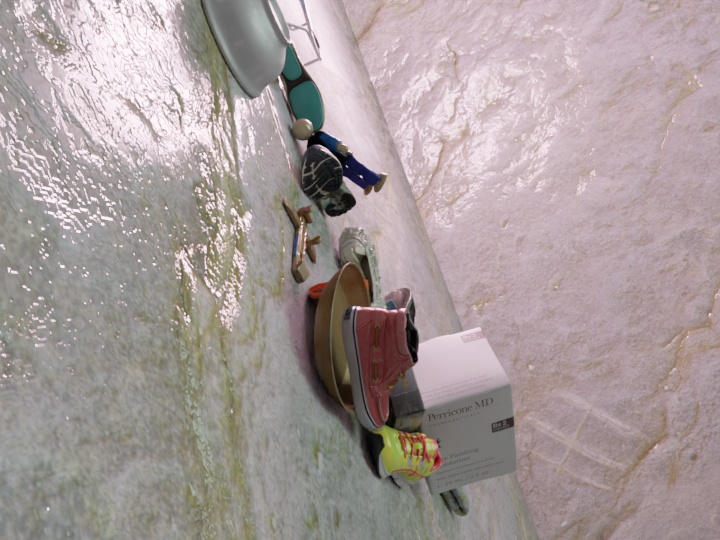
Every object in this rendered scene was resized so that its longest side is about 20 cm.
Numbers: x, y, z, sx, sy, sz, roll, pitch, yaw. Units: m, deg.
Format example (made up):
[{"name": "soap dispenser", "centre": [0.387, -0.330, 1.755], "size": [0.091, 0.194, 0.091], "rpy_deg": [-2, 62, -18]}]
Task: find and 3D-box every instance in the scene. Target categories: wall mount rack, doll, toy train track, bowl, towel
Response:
[{"name": "wall mount rack", "centre": [-0.146, -0.546, 1.832], "size": [0.174, 0.073, 0.203], "rpy_deg": [58, 14, -60]}, {"name": "doll", "centre": [-0.049, -0.212, 1.574], "size": [0.199, 0.136, 0.049], "rpy_deg": [34, 70, -25]}, {"name": "toy train track", "centre": [-0.080, -0.046, 1.273], "size": [0.201, 0.032, 0.116], "rpy_deg": [-91, 158, -60]}, {"name": "bowl", "centre": [-0.168, -0.385, 1.328], "size": [0.201, 0.089, 0.204], "rpy_deg": [-21, 90, -79]}, {"name": "towel", "centre": [0.165, 0.372, 1.706], "size": [0.172, 0.047, 0.202], "rpy_deg": [-92, 159, -52]}]

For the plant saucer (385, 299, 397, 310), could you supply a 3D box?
[{"name": "plant saucer", "centre": [0.067, 0.148, 1.593], "size": [0.019, 0.069, 0.202], "rpy_deg": [32, -27, 57]}]

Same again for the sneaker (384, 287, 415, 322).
[{"name": "sneaker", "centre": [0.082, 0.126, 1.712], "size": [0.201, 0.074, 0.107], "rpy_deg": [-77, 150, -57]}]

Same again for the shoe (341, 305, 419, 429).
[{"name": "shoe", "centre": [0.036, 0.136, 1.140], "size": [0.072, 0.089, 0.203], "rpy_deg": [-68, 152, -54]}]

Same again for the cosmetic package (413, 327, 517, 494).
[{"name": "cosmetic package", "centre": [0.164, 0.240, 1.448], "size": [0.166, 0.162, 0.203], "rpy_deg": [-113, -171, -56]}]

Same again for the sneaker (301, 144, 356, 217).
[{"name": "sneaker", "centre": [-0.073, -0.171, 1.505], "size": [0.087, 0.077, 0.200], "rpy_deg": [60, -2, 26]}]

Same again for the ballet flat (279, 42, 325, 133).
[{"name": "ballet flat", "centre": [-0.120, -0.355, 1.611], "size": [0.069, 0.068, 0.203], "rpy_deg": [-31, 100, -80]}]

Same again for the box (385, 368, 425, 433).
[{"name": "box", "centre": [0.051, 0.171, 1.333], "size": [0.201, 0.048, 0.161], "rpy_deg": [91, -18, -69]}]

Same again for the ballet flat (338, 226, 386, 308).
[{"name": "ballet flat", "centre": [0.000, 0.000, 1.506], "size": [0.072, 0.071, 0.203], "rpy_deg": [48, 22, -63]}]

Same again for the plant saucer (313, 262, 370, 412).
[{"name": "plant saucer", "centre": [-0.026, 0.091, 1.154], "size": [0.200, 0.035, 0.204], "rpy_deg": [-2, 90, -74]}]

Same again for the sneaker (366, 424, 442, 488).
[{"name": "sneaker", "centre": [0.071, 0.272, 1.279], "size": [0.200, 0.089, 0.079], "rpy_deg": [47, 25, -61]}]

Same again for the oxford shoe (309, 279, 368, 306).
[{"name": "oxford shoe", "centre": [-0.024, 0.052, 1.283], "size": [0.200, 0.070, 0.074], "rpy_deg": [2, 81, -72]}]
